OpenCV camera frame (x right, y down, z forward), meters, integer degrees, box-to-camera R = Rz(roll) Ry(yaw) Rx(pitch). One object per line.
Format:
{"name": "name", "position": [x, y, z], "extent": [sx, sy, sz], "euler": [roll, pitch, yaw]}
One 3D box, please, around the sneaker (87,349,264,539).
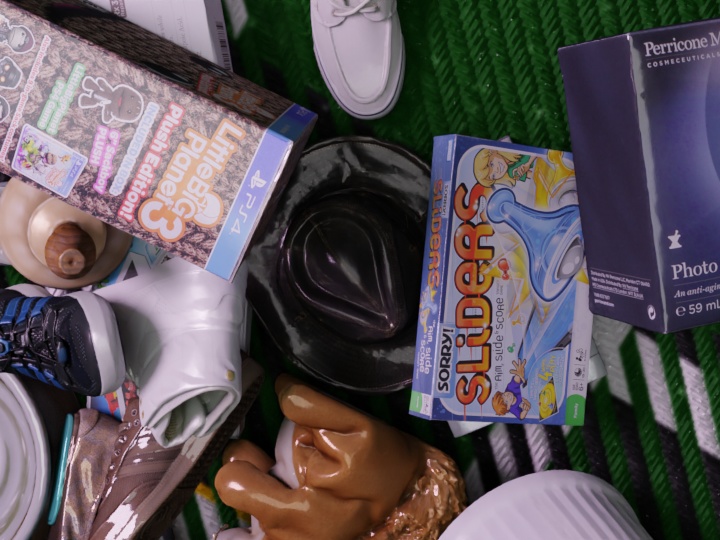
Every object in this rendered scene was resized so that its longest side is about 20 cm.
{"name": "sneaker", "position": [-0.156, 0.137, 0.886], "extent": [0.075, 0.071, 0.201], "euler": [34, 77, 13]}

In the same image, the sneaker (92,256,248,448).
{"name": "sneaker", "position": [-0.153, 0.071, 0.824], "extent": [0.199, 0.073, 0.117], "euler": [-26, 58, 43]}

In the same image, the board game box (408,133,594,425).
{"name": "board game box", "position": [0.109, 0.010, 0.856], "extent": [0.134, 0.034, 0.202], "euler": [5, 90, -26]}

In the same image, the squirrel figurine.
{"name": "squirrel figurine", "position": [-0.024, 0.199, 0.883], "extent": [0.199, 0.141, 0.188], "euler": [27, 85, -12]}

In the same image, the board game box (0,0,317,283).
{"name": "board game box", "position": [-0.142, -0.095, 0.772], "extent": [0.199, 0.160, 0.097], "euler": [26, 104, -4]}

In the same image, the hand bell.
{"name": "hand bell", "position": [-0.198, -0.019, 0.797], "extent": [0.103, 0.200, 0.105], "euler": [-3, 101, -15]}

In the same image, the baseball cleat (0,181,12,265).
{"name": "baseball cleat", "position": [-0.318, -0.037, 0.918], "extent": [0.198, 0.106, 0.070], "euler": [-9, 109, -25]}

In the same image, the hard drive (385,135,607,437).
{"name": "hard drive", "position": [0.094, 0.014, 0.915], "extent": [0.131, 0.027, 0.201], "euler": [-23, 95, 7]}

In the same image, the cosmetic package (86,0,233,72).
{"name": "cosmetic package", "position": [-0.200, -0.151, 0.885], "extent": [0.198, 0.081, 0.114], "euler": [-10, 100, 4]}

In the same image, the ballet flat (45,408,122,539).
{"name": "ballet flat", "position": [-0.215, 0.210, 0.899], "extent": [0.067, 0.068, 0.202], "euler": [15, 84, -21]}

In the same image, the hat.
{"name": "hat", "position": [0.000, 0.000, 0.863], "extent": [0.199, 0.081, 0.203], "euler": [0, 96, 2]}

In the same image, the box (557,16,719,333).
{"name": "box", "position": [0.260, -0.076, 0.817], "extent": [0.198, 0.123, 0.200], "euler": [-11, 97, -12]}

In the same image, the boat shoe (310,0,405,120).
{"name": "boat shoe", "position": [-0.005, -0.213, 0.870], "extent": [0.071, 0.066, 0.202], "euler": [-2, 98, 4]}

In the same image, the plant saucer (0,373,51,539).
{"name": "plant saucer", "position": [-0.328, 0.144, 0.916], "extent": [0.198, 0.050, 0.202], "euler": [1, 94, 10]}

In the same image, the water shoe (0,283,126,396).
{"name": "water shoe", "position": [-0.229, 0.054, 0.809], "extent": [0.078, 0.199, 0.072], "euler": [-16, 102, -34]}

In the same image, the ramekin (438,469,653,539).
{"name": "ramekin", "position": [0.147, 0.260, 0.869], "extent": [0.199, 0.098, 0.202], "euler": [-8, 113, -19]}

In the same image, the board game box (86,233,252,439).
{"name": "board game box", "position": [-0.150, 0.028, 0.930], "extent": [0.125, 0.035, 0.202], "euler": [5, 98, 3]}

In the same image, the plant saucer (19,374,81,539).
{"name": "plant saucer", "position": [-0.325, 0.149, 0.963], "extent": [0.198, 0.032, 0.202], "euler": [1, 97, 5]}

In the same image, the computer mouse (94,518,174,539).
{"name": "computer mouse", "position": [-0.252, 0.248, 0.958], "extent": [0.140, 0.046, 0.200], "euler": [39, 95, -6]}
